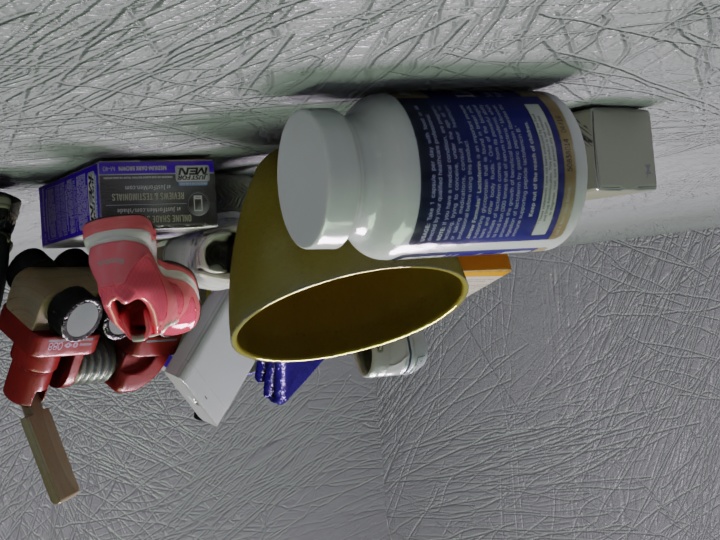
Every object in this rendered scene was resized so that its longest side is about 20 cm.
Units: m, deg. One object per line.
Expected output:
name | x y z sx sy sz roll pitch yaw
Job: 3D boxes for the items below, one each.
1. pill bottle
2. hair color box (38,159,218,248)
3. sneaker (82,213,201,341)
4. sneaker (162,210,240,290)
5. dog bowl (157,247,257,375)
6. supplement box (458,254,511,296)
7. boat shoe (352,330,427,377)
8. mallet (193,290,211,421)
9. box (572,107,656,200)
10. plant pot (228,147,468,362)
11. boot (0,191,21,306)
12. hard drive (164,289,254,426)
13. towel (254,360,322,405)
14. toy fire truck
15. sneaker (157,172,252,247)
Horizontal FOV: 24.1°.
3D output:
pill bottle | 0.049 -0.067 1.178 0.198 0.117 0.115 -4 178 -26
hair color box | -0.214 -0.059 1.528 0.108 0.066 0.200 -3 179 -26
sneaker | -0.190 0.028 1.451 0.073 0.088 0.200 -9 155 10
sneaker | -0.126 -0.022 1.531 0.099 0.076 0.199 8 175 -44
dog bowl | -0.156 0.017 1.808 0.198 0.202 0.079 -3 177 -31
supplement box | 0.039 -0.021 1.587 0.073 0.127 0.200 -2 159 -39
boat shoe | 0.000 0.000 1.519 0.066 0.202 0.073 -12 162 -37
mallet | -0.146 0.054 1.721 0.065 0.202 0.041 2 -176 35
box | 0.148 -0.089 1.428 0.082 0.069 0.199 -3 177 -43
plant pot | -0.024 -0.027 1.389 0.198 0.143 0.200 -13 160 -5
boot | -0.356 0.002 1.513 0.073 0.155 0.204 9 180 2
hard drive | -0.119 0.044 1.687 0.026 0.201 0.132 23 162 22
towel | -0.040 0.033 1.746 0.049 0.200 0.148 33 154 15
toy fire truck | -0.257 0.097 1.583 0.128 0.201 0.175 36 -157 34
sneaker | -0.144 -0.060 1.655 0.198 0.076 0.084 0 -171 31
